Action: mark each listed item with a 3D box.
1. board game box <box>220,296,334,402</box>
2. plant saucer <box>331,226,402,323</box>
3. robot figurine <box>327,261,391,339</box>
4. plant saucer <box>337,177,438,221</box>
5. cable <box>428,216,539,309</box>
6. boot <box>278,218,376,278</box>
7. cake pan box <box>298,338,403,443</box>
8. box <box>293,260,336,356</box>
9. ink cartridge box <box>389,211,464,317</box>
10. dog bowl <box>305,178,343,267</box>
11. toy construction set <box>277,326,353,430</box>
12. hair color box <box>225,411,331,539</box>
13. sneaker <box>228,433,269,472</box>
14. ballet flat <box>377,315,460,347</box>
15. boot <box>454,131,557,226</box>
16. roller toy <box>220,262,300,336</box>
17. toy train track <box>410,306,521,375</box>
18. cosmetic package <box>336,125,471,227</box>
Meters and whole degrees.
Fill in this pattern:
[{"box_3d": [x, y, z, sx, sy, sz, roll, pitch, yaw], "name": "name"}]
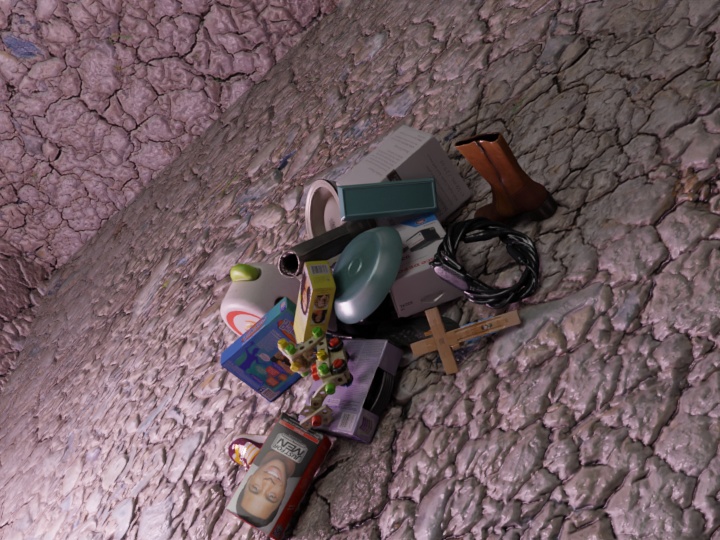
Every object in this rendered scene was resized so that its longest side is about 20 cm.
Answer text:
[{"box_3d": [-0.173, 0.169, 1.775, 0.199, 0.152, 0.045, -40, 28, 16], "name": "board game box"}, {"box_3d": [0.000, 0.000, 1.577, 0.199, 0.036, 0.202, -37, 38, 35], "name": "plant saucer"}, {"box_3d": [-0.024, 0.072, 1.705, 0.199, 0.125, 0.151, -2, 53, 54], "name": "robot figurine"}, {"box_3d": [0.056, -0.140, 1.650, 0.019, 0.197, 0.071, 157, 107, -80], "name": "plant saucer"}, {"box_3d": [0.229, -0.015, 1.474, 0.199, 0.051, 0.163, 29, 58, 31], "name": "cable"}, {"box_3d": [-0.075, -0.038, 1.688, 0.199, 0.073, 0.182, -37, -8, -27], "name": "boot"}, {"box_3d": [-0.020, 0.220, 1.577, 0.199, 0.052, 0.186, -7, 58, 53], "name": "cake pan box"}, {"box_3d": [-0.091, 0.077, 1.628, 0.201, 0.049, 0.076, 102, 157, -44], "name": "box"}, {"box_3d": [0.108, -0.016, 1.617, 0.143, 0.084, 0.201, -21, 31, 0], "name": "ink cartridge box"}, {"box_3d": [-0.053, -0.113, 1.938, 0.200, 0.073, 0.203, 25, 119, 56], "name": "dog bowl"}, {"box_3d": [-0.081, 0.188, 1.554, 0.130, 0.093, 0.201, -21, 48, 6], "name": "toy construction set"}, {"box_3d": [-0.146, 0.373, 1.531, 0.101, 0.061, 0.201, 22, 70, 21], "name": "hair color box"}, {"box_3d": [-0.207, 0.375, 1.651, 0.199, 0.075, 0.091, -18, 35, 46], "name": "sneaker"}, {"box_3d": [0.111, 0.119, 1.550, 0.199, 0.057, 0.066, -4, 29, 47], "name": "ballet flat"}, {"box_3d": [0.233, -0.158, 1.535, 0.187, 0.200, 0.069, -1, 53, 55], "name": "boot"}, {"box_3d": [-0.216, 0.086, 1.912, 0.183, 0.198, 0.141, 108, -175, -59], "name": "roller toy"}, {"box_3d": [0.181, 0.106, 1.438, 0.198, 0.116, 0.032, -20, -3, 24], "name": "toy train track"}, {"box_3d": [0.089, -0.171, 1.768, 0.200, 0.165, 0.165, -41, 26, -5], "name": "cosmetic package"}]
